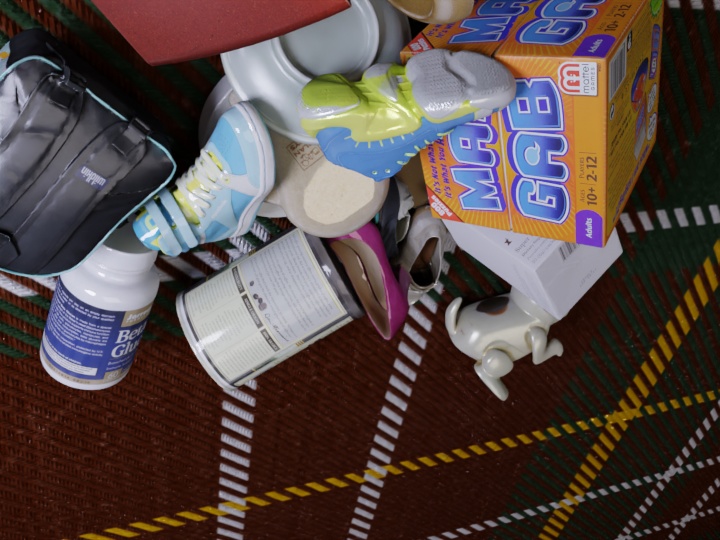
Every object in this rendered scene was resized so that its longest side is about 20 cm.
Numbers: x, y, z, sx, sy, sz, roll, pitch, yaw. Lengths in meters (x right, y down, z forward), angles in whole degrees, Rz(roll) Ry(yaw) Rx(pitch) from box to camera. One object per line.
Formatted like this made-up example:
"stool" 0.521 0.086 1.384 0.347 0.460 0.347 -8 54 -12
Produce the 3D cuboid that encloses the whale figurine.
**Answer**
"whale figurine" -0.055 -0.135 0.735 0.158 0.104 0.200 -37 111 11

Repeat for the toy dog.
"toy dog" 0.252 0.073 1.101 0.200 0.140 0.194 -41 104 14

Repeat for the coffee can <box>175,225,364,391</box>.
"coffee can" -0.114 0.042 0.863 0.198 0.147 0.147 -30 136 2

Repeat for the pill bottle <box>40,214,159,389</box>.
"pill bottle" -0.301 0.034 0.788 0.110 0.112 0.201 8 125 -31

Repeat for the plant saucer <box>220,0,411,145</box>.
"plant saucer" -0.037 -0.227 0.651 0.197 0.050 0.204 -1 93 -14

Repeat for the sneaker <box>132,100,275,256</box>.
"sneaker" -0.162 -0.078 0.673 0.129 0.080 0.201 -26 161 -30

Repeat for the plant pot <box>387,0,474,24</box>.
"plant pot" 0.016 -0.281 0.561 0.027 0.200 0.200 -43 135 2

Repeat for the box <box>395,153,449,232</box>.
"box" 0.119 -0.150 0.894 0.163 0.021 0.199 -42 134 13

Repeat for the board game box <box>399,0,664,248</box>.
"board game box" 0.189 -0.179 0.706 0.201 0.198 0.202 -51 139 -35

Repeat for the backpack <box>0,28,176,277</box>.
"backpack" -0.301 -0.102 0.636 0.201 0.153 0.175 -49 131 6

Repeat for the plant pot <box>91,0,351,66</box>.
"plant pot" -0.141 -0.289 0.532 0.174 0.202 0.200 -26 137 13

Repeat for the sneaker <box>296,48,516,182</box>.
"sneaker" 0.044 -0.140 0.624 0.197 0.077 0.106 0 146 13

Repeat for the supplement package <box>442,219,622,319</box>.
"supplement package" 0.204 -0.059 0.845 0.121 0.200 0.120 -46 136 -3

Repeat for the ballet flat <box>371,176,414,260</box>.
"ballet flat" 0.034 -0.078 0.879 0.072 0.074 0.201 -16 146 -12

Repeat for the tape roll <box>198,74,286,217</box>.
"tape roll" -0.086 -0.153 0.781 0.200 0.037 0.205 -13 133 -15

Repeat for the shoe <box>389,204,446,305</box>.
"shoe" 0.081 -0.006 0.972 0.069 0.054 0.201 -6 141 -15

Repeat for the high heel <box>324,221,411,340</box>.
"high heel" 0.000 0.000 0.846 0.067 0.097 0.200 -16 135 41
